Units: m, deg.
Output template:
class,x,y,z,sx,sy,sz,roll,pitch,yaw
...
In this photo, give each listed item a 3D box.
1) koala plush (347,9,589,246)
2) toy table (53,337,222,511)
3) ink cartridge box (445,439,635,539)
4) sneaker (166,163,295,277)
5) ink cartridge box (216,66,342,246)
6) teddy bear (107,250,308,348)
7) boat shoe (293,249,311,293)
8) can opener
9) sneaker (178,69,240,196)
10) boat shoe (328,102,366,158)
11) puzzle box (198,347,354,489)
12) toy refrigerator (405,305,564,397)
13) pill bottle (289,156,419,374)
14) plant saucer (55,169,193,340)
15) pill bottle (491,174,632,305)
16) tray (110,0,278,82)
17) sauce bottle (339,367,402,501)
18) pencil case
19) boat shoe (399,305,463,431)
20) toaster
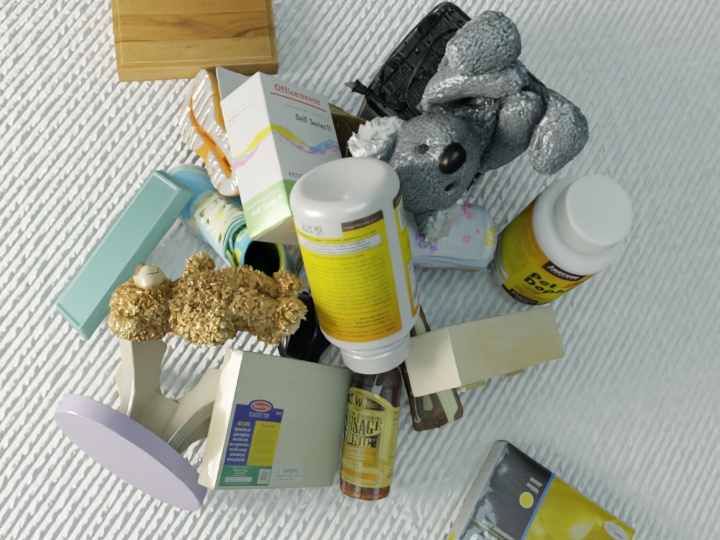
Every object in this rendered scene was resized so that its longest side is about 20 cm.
class,x,y,z,sx,sy,sz,roll,pitch,yaw
koala plush,0.099,-0.138,0.845,0.200,0.184,0.177,-46,108,0
toy table,-0.210,0.150,0.828,0.179,0.202,0.119,8,54,24
ink cartridge box,0.199,0.341,0.940,0.195,0.047,0.203,33,72,-4
sneaker,-0.148,-0.055,0.900,0.199,0.131,0.080,42,83,-1
ink cartridge box,-0.080,-0.135,0.866,0.116,0.066,0.205,5,66,-53
teddy bear,-0.146,0.026,0.779,0.194,0.068,0.146,9,36,7
boat shoe,-0.037,-0.065,0.964,0.061,0.073,0.203,22,62,10
can opener,-0.077,0.126,0.922,0.077,0.063,0.206,11,86,-36
sneaker,-0.154,-0.158,0.939,0.076,0.079,0.203,6,45,-43
boat shoe,-0.051,-0.168,0.963,0.197,0.064,0.073,28,103,25
puzzle box,-0.081,0.159,0.844,0.025,0.198,0.137,8,83,35
toy refrigerator,0.145,0.093,0.915,0.197,0.075,0.072,-5,78,-43
pill bottle,0.000,0.000,0.795,0.107,0.109,0.204,-21,122,-15
plant saucer,-0.268,-0.023,0.896,0.069,0.019,0.202,31,82,34
pill bottle,0.232,-0.036,0.927,0.106,0.200,0.112,3,72,-10
tray,-0.204,-0.292,0.988,0.194,0.037,0.102,-6,80,-13
sauce bottle,0.014,0.153,0.906,0.064,0.066,0.206,4,92,-10
pencil case,0.070,-0.041,0.931,0.196,0.085,0.091,0,35,-39
boat shoe,0.051,0.091,0.946,0.073,0.075,0.207,-23,80,-2
toaster,0.099,-0.207,0.988,0.199,0.119,0.182,40,74,-2
